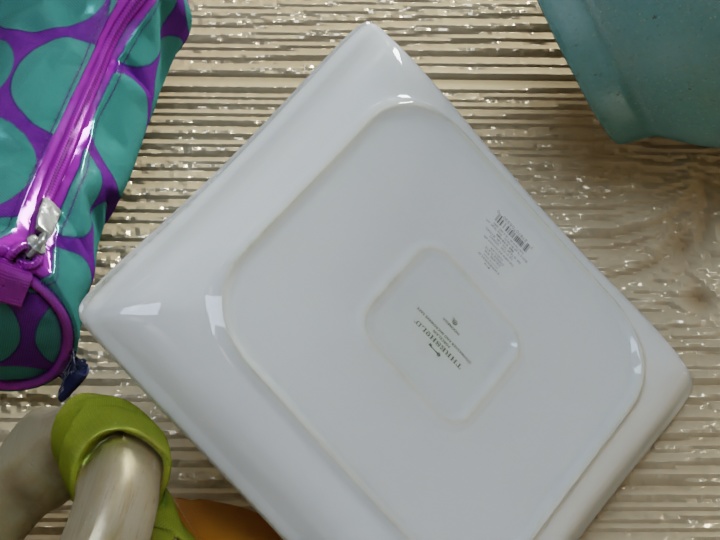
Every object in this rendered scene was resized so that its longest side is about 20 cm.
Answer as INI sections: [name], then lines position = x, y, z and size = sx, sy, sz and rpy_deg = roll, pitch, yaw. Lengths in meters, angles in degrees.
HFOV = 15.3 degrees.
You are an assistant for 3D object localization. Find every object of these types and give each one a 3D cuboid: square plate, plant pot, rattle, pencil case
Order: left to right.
[pencil case]
position = -0.127, -0.045, 1.076
size = 0.085, 0.092, 0.200
rpy_deg = 34, 46, -22
[rattle]
position = -0.107, 0.155, 0.958
size = 0.130, 0.143, 0.200
rpy_deg = 3, 60, 40
[square plate]
position = 0.022, 0.027, 1.001
size = 0.200, 0.028, 0.198
rpy_deg = 48, 52, -7
[plant pot]
position = 0.141, -0.132, 1.121
size = 0.134, 0.200, 0.200
rpy_deg = -24, 52, 12
